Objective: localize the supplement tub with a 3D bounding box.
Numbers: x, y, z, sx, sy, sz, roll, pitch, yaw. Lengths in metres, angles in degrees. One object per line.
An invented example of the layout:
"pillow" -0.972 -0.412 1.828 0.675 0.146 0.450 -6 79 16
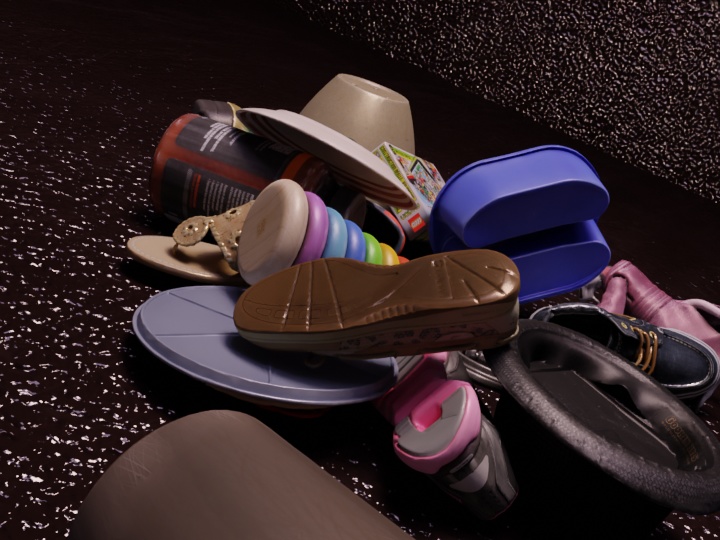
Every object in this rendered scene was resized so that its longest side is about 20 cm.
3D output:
"supplement tub" -0.096 -0.071 0.864 0.196 0.109 0.107 21 18 15

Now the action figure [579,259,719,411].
"action figure" 0.310 0.045 0.964 0.200 0.150 0.133 44 32 19

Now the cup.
"cup" -0.006 -0.173 1.199 0.196 0.146 0.201 18 20 -7

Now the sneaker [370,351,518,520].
"sneaker" 0.065 0.110 0.651 0.095 0.079 0.200 46 9 -14

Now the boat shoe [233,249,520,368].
"boat shoe" 0.011 0.035 0.617 0.195 0.064 0.074 -4 42 9

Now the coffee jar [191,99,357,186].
"coffee jar" -0.102 -0.119 1.009 0.196 0.106 0.085 13 17 -25

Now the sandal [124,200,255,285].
"sandal" -0.090 -0.024 0.777 0.207 0.071 0.078 16 19 -14

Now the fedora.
"fedora" 0.159 0.124 0.648 0.197 0.093 0.201 21 22 -9

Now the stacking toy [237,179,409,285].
"stacking toy" 0.000 0.000 0.748 0.197 0.086 0.086 23 15 -32

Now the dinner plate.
"dinner plate" -0.030 -0.113 0.878 0.197 0.025 0.200 28 -2 1

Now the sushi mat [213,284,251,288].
"sushi mat" -0.041 0.024 0.830 0.196 0.012 0.096 16 21 -17

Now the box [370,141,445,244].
"box" 0.074 -0.085 1.080 0.111 0.034 0.199 60 17 11

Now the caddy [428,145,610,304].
"caddy" 0.171 -0.050 0.959 0.195 0.144 0.105 -13 29 -5

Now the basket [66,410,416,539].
"basket" -0.020 0.152 0.334 0.178 0.139 0.199 6 20 -47

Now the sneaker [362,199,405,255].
"sneaker" -0.039 -0.060 0.953 0.196 0.077 0.084 14 10 -21

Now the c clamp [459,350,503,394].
"c clamp" 0.150 0.101 0.797 0.196 0.028 0.171 21 9 -10

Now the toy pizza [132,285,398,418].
"toy pizza" -0.069 0.059 0.661 0.195 0.032 0.201 13 15 -3

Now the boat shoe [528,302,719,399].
"boat shoe" 0.259 0.080 0.871 0.195 0.073 0.091 12 -6 3
